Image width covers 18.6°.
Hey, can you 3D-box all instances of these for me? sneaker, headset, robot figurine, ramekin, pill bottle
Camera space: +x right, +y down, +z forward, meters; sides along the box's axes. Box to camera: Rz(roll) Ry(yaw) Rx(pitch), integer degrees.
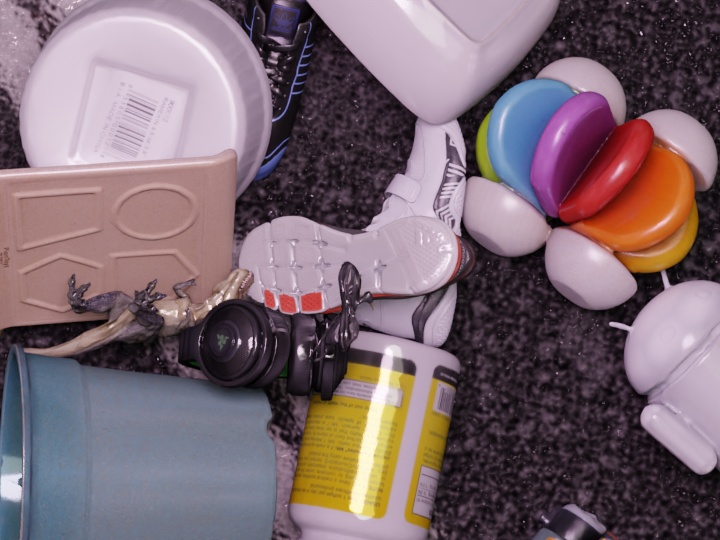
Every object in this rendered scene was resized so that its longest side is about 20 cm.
[{"bbox_3d":[0.000,0.000,1.704,0.199,0.082,0.078,0,84,30],"label":"sneaker"},{"bbox_3d":[-0.058,0.046,1.648,0.123,0.200,0.094,9,81,-30],"label":"headset"},{"bbox_3d":[0.294,0.089,1.772,0.200,0.113,0.170,44,56,2],"label":"robot figurine"},{"bbox_3d":[-0.074,-0.176,1.788,0.070,0.078,0.201,12,80,-5],"label":"sneaker"},{"bbox_3d":[0.023,-0.041,1.780,0.114,0.075,0.201,5,84,-8],"label":"sneaker"},{"bbox_3d":[-0.173,-0.121,1.726,0.199,0.098,0.202,1,100,4],"label":"ramekin"},{"bbox_3d":[0.006,0.156,1.730,0.114,0.114,0.201,13,80,-4],"label":"pill bottle"}]

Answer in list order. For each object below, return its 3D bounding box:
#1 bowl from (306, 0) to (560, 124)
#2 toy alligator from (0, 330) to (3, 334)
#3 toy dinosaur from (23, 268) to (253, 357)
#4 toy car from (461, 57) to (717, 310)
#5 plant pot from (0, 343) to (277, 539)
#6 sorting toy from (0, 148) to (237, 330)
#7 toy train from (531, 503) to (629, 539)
[{"bbox_3d":[0.067,-0.243,1.776,0.200,0.075,0.200,47,54,-5],"label":"bowl"},{"bbox_3d":[-0.330,0.077,1.731,0.054,0.059,0.201,18,79,10],"label":"toy alligator"},{"bbox_3d":[-0.180,0.034,1.683,0.199,0.088,0.048,-14,65,3],"label":"toy dinosaur"},{"bbox_3d":[0.180,-0.082,1.755,0.200,0.150,0.175,33,80,17],"label":"toy car"},{"bbox_3d":[-0.172,0.160,1.679,0.195,0.200,0.201,3,81,-14],"label":"plant pot"},{"bbox_3d":[-0.194,-0.025,1.670,0.199,0.186,0.037,-8,54,-12],"label":"sorting toy"},{"bbox_3d":[0.146,0.282,1.746,0.114,0.085,0.200,38,79,10],"label":"toy train"}]
